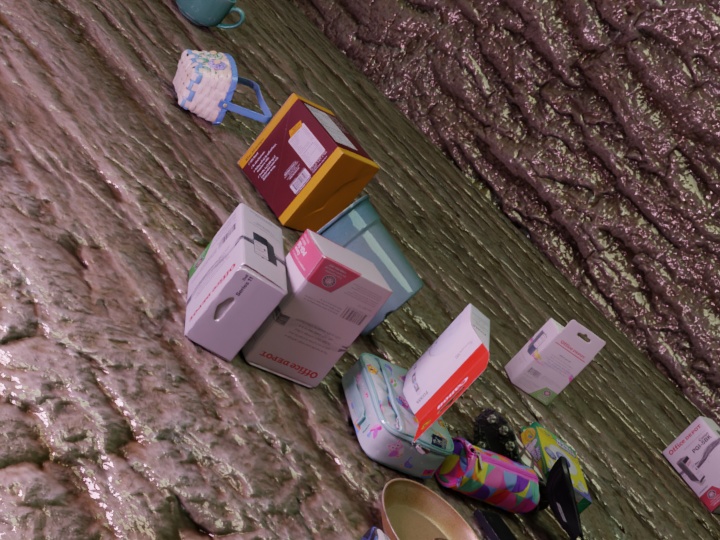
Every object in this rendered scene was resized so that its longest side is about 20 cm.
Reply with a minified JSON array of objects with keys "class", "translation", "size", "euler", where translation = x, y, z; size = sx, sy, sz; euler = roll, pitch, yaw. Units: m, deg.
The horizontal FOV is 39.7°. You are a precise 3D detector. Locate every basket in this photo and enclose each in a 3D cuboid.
[{"class":"basket","translation":[-0.299,-0.394,2.181],"size":[0.200,0.139,0.176],"euler":[17,27,-32]}]

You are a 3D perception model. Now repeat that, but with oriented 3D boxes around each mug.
[{"class":"mug","translation":[-0.429,-0.739,2.768],"size":[0.185,0.114,0.152],"euler":[47,18,16]}]

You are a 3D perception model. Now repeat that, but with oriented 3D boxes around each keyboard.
[{"class":"keyboard","translation":[0.231,0.444,1.504],"size":[0.127,0.021,0.200],"euler":[28,20,-51]}]

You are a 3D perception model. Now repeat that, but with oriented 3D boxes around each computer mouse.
[{"class":"computer mouse","translation":[0.339,0.418,1.644],"size":[0.140,0.046,0.201],"euler":[-64,139,-71]}]

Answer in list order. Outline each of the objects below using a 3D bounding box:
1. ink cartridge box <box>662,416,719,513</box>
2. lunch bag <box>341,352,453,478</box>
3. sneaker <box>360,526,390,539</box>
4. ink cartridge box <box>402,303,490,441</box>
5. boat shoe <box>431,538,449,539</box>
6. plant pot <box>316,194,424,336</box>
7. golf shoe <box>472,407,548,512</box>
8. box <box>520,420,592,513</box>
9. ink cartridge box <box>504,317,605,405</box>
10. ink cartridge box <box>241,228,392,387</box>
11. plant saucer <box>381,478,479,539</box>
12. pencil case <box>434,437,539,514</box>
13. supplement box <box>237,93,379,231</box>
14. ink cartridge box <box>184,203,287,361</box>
[{"class":"ink cartridge box","translation":[0.891,0.493,2.535],"size":[0.083,0.147,0.200],"euler":[19,27,-46]},{"class":"lunch bag","translation":[0.054,0.224,1.557],"size":[0.160,0.077,0.200],"euler":[30,21,-31]},{"class":"sneaker","translation":[0.038,0.380,1.162],"size":[0.077,0.076,0.200],"euler":[32,21,-14]},{"class":"ink cartridge box","translation":[0.125,0.149,1.492],"size":[0.047,0.160,0.200],"euler":[40,19,-4]},{"class":"boat shoe","translation":[0.170,0.388,1.303],"size":[0.200,0.074,0.076],"euler":[31,21,-30]},{"class":"plant pot","translation":[0.000,0.000,1.818],"size":[0.196,0.200,0.200],"euler":[50,18,3]},{"class":"golf shoe","translation":[0.267,0.336,1.760],"size":[0.200,0.077,0.088],"euler":[60,17,25]},{"class":"box","translation":[0.373,0.372,1.921],"size":[0.117,0.048,0.200],"euler":[37,17,-14]},{"class":"ink cartridge box","translation":[0.433,0.189,2.218],"size":[0.117,0.200,0.067],"euler":[34,19,-22]},{"class":"ink cartridge box","translation":[-0.074,0.060,1.485],"size":[0.146,0.200,0.083],"euler":[27,19,-37]},{"class":"plant saucer","translation":[0.097,0.374,1.364],"size":[0.200,0.035,0.200],"euler":[36,19,-14]},{"class":"pencil case","translation":[0.207,0.333,1.611],"size":[0.200,0.088,0.088],"euler":[28,22,-37]},{"class":"supplement box","translation":[-0.109,-0.215,2.057],"size":[0.133,0.197,0.200],"euler":[15,31,-54]},{"class":"ink cartridge box","translation":[-0.182,0.015,1.455],"size":[0.083,0.147,0.200],"euler":[33,20,-22]}]
